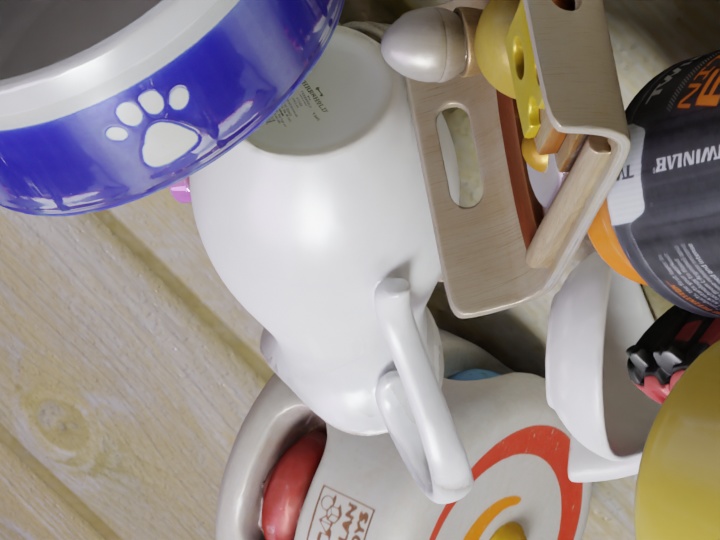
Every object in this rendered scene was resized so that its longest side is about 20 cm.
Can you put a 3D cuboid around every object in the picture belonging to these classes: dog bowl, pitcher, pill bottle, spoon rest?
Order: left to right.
[{"bbox_3d":[-0.109,-0.120,1.272,0.200,0.200,0.079,18,149,45],"label":"dog bowl"},{"bbox_3d":[0.000,0.000,1.322,0.172,0.121,0.200,52,163,37],"label":"pitcher"},{"bbox_3d":[0.123,0.054,1.375,0.060,0.100,0.200,4,161,8],"label":"spoon rest"},{"bbox_3d":[0.163,-0.036,1.099,0.106,0.106,0.200,48,156,-15],"label":"pill bottle"}]

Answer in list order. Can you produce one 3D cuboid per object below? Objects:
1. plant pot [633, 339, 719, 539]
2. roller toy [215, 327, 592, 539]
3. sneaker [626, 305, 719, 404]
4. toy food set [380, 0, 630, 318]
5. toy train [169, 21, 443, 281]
[{"bbox_3d":[0.207,0.096,1.056,0.189,0.201,0.201,15,146,52],"label":"plant pot"},{"bbox_3d":[0.027,0.126,1.507,0.140,0.200,0.183,24,146,35],"label":"roller toy"},{"bbox_3d":[0.200,0.054,1.249,0.098,0.071,0.200,50,159,-17],"label":"sneaker"},{"bbox_3d":[0.051,-0.082,1.158,0.200,0.060,0.144,111,151,-67],"label":"toy food set"},{"bbox_3d":[-0.020,-0.073,1.416,0.150,0.056,0.200,12,141,12],"label":"toy train"}]
